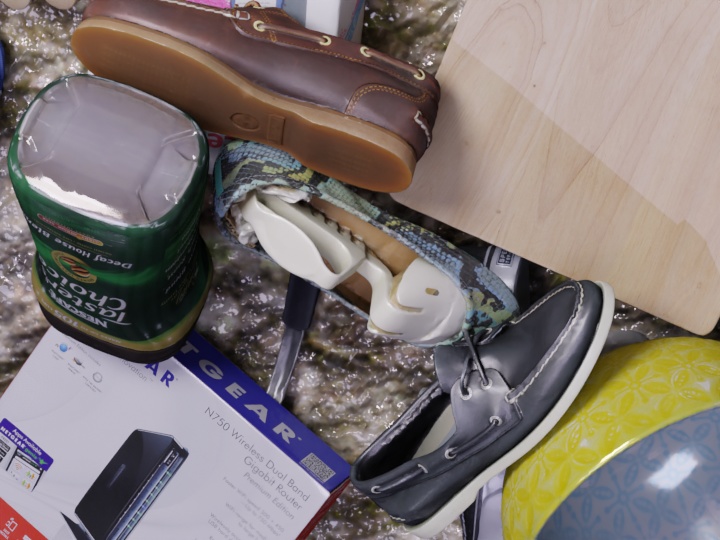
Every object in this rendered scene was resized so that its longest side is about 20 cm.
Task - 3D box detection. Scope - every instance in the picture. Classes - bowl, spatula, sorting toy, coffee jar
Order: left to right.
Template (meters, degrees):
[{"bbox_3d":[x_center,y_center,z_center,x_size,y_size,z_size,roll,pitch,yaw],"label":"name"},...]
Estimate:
[{"bbox_3d":[-0.136,-0.023,1.438,0.104,0.085,0.200,22,157,8],"label":"coffee jar"},{"bbox_3d":[-0.045,0.049,1.561,0.056,0.021,0.200,18,111,11],"label":"spatula"},{"bbox_3d":[0.146,-0.098,1.442,0.198,0.070,0.200,24,112,3],"label":"sorting toy"},{"bbox_3d":[0.156,0.100,1.478,0.200,0.200,0.108,-47,52,22],"label":"bowl"}]

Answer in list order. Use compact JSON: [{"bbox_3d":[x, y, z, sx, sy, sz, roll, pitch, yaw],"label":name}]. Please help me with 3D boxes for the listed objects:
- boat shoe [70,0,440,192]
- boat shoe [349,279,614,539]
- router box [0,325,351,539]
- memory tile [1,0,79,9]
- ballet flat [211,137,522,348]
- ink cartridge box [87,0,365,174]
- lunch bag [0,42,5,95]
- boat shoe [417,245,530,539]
[{"bbox_3d":[-0.054,-0.108,1.394,0.200,0.070,0.070,22,153,-6],"label":"boat shoe"},{"bbox_3d":[0.062,0.068,1.429,0.066,0.075,0.199,28,129,-18],"label":"boat shoe"},{"bbox_3d":[-0.132,0.128,1.575,0.200,0.049,0.180,40,113,8],"label":"router box"},{"bbox_3d":[-0.204,-0.216,1.437,0.200,0.017,0.154,3,120,53],"label":"memory tile"},{"bbox_3d":[0.000,0.000,1.432,0.200,0.074,0.074,30,113,-10],"label":"ballet flat"},{"bbox_3d":[-0.073,-0.158,1.458,0.145,0.088,0.201,10,113,8],"label":"ink cartridge box"},{"bbox_3d":[-0.306,-0.087,1.542,0.160,0.076,0.200,22,113,6],"label":"lunch bag"},{"bbox_3d":[0.063,0.084,1.523,0.068,0.074,0.200,3,108,14],"label":"boat shoe"}]
